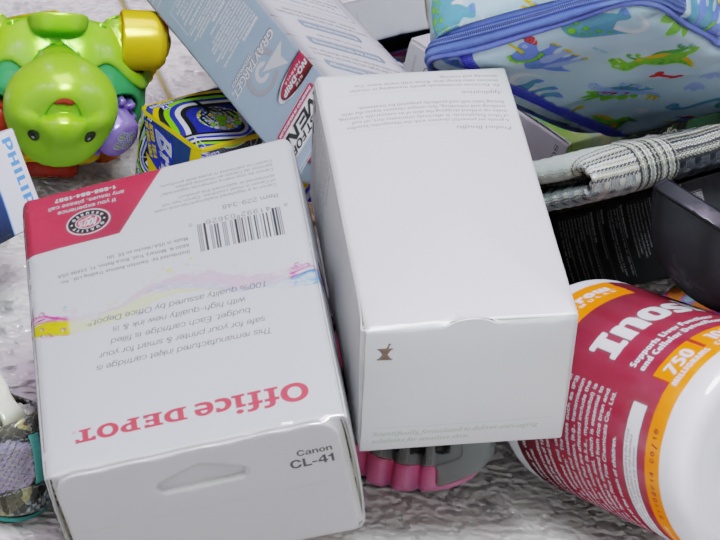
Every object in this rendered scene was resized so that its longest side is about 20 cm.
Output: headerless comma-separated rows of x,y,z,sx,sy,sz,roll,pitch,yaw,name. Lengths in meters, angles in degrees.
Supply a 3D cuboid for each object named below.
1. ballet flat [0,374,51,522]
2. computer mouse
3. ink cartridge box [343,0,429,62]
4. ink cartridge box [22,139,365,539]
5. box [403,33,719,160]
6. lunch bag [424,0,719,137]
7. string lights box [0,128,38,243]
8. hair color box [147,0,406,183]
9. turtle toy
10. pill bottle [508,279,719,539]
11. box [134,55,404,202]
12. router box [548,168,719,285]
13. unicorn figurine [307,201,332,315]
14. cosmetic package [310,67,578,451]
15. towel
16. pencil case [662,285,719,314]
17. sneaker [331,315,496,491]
-0.226,0.057,1.317,0.200,0.073,0.072,26,33,33,ballet flat
0.220,0.019,1.310,0.140,0.046,0.200,36,7,29,computer mouse
-0.006,-0.157,1.743,0.199,0.037,0.094,-7,-4,38,ink cartridge box
-0.084,0.042,1.275,0.146,0.086,0.201,-12,45,1,ink cartridge box
0.144,-0.122,1.655,0.199,0.037,0.144,-20,44,-41,box
0.135,-0.134,1.403,0.160,0.083,0.200,-11,-16,32,lunch bag
-0.271,-0.013,1.398,0.102,0.059,0.200,-15,10,31,string lights box
-0.039,-0.126,1.544,0.099,0.061,0.200,11,29,-44,hair color box
-0.190,-0.109,1.585,0.145,0.102,0.200,1,-2,-10,turtle toy
0.142,0.068,1.307,0.112,0.114,0.200,-11,17,-31,pill bottle
-0.045,-0.081,1.622,0.199,0.071,0.064,-18,40,-39,box
0.194,-0.031,1.505,0.199,0.053,0.157,-16,2,-44,router box
0.000,0.000,1.447,0.199,0.074,0.137,27,-9,18,unicorn figurine
0.037,-0.010,1.290,0.107,0.085,0.201,-2,42,-6,cosmetic package
0.147,-0.063,1.455,0.191,0.035,0.200,-16,2,-30,towel
0.224,0.076,1.369,0.087,0.088,0.200,-5,30,-22,pencil case
-0.007,0.054,1.379,0.199,0.080,0.095,22,19,25,sneaker
